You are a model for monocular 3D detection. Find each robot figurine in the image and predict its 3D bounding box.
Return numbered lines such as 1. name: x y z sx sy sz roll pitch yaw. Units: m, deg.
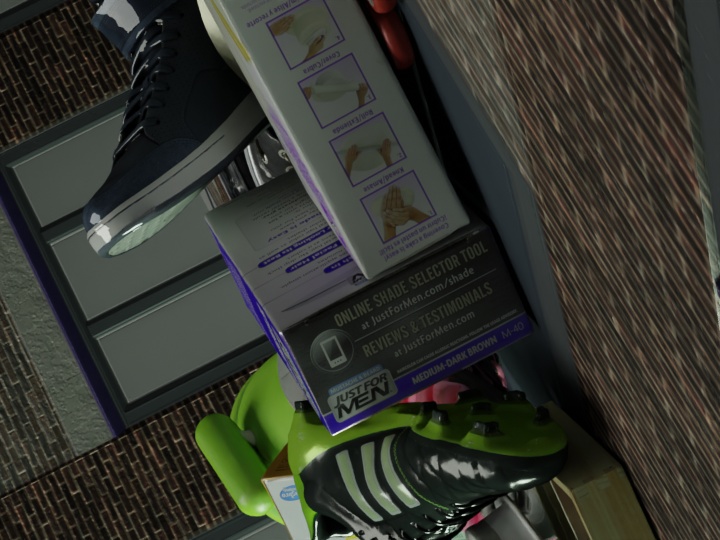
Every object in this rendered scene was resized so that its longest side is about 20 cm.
1. robot figurine: -0.007 0.089 1.732 0.200 0.175 0.116 -34 70 61

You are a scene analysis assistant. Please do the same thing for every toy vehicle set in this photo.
1. toy vehicle set: 0.133 0.166 1.369 0.200 0.026 0.124 65 175 -14

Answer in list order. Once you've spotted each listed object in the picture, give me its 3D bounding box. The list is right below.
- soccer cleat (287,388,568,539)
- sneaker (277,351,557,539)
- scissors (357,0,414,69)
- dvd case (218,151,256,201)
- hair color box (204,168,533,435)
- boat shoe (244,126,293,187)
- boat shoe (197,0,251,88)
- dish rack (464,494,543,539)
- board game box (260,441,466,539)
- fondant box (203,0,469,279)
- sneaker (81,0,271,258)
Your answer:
1. soccer cleat: 0.034 0.099 1.363 0.200 0.067 0.081 -2 97 58
2. sneaker: 0.051 0.066 1.495 0.200 0.095 0.079 35 129 34
3. scissors: -0.017 -0.159 1.343 0.073 0.014 0.200 64 177 -40
4. dvd case: -0.051 -0.044 1.735 0.149 0.016 0.200 63 -170 16
5. hair color box: 0.000 0.000 1.420 0.065 0.109 0.200 64 176 -19
6. boat shoe: -0.032 -0.087 1.604 0.066 0.070 0.201 -126 18 -71
7. boat shoe: -0.059 -0.163 1.462 0.200 0.071 0.063 51 -146 -7
8. dish rack: 0.105 0.210 1.407 0.172 0.043 0.200 54 171 33
9. board game box: 0.052 0.177 1.626 0.040 0.153 0.200 -53 -54 -49
10. fondant box: -0.031 -0.110 1.346 0.200 0.058 0.144 60 178 -21
11. sneaker: -0.114 -0.105 1.483 0.146 0.202 0.077 46 135 -5
